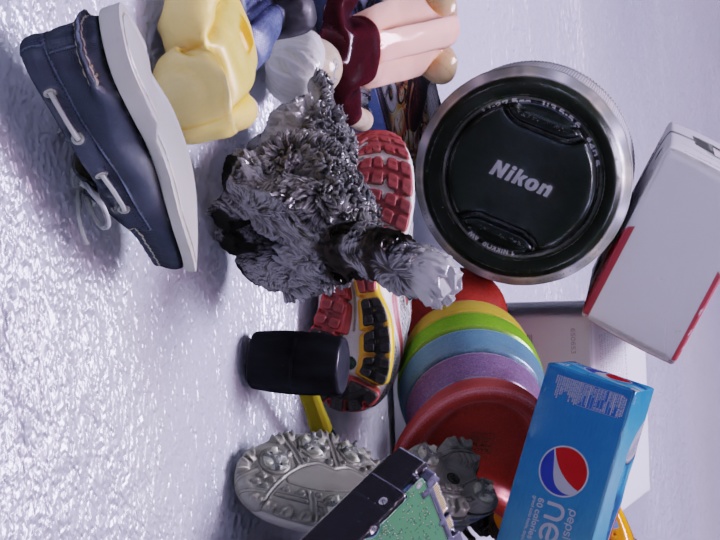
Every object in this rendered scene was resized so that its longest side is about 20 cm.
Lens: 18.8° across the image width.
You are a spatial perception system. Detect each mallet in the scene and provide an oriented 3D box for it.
[{"bbox_3d":[-0.018,0.103,1.465,0.200,0.065,0.041,63,31,-51],"label":"mallet"}]

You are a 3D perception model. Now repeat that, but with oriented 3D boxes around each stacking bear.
[{"bbox_3d":[0.076,0.072,1.572,0.200,0.121,0.114,-97,-165,-57],"label":"stacking bear"}]

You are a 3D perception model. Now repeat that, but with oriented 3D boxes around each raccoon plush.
[{"bbox_3d":[0.002,-0.043,1.365,0.134,0.199,0.097,-49,154,-36],"label":"raccoon plush"}]

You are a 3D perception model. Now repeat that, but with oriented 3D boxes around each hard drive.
[{"bbox_3d":[-0.016,0.221,1.349,0.200,0.038,0.140,-42,137,-21],"label":"hard drive"}]

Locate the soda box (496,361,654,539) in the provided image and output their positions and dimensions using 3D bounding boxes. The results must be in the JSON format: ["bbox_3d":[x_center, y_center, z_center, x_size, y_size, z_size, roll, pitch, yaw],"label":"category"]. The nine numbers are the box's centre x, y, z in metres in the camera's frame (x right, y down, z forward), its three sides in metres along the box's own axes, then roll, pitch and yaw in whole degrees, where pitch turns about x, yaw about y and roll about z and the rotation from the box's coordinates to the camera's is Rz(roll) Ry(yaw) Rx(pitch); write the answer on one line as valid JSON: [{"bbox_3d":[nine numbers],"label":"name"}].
[{"bbox_3d":[0.132,0.164,1.443,0.068,0.064,0.201,4,103,-72],"label":"soda box"}]

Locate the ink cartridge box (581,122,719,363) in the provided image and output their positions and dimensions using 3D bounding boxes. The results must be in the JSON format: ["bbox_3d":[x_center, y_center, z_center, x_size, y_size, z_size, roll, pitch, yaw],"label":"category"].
[{"bbox_3d":[0.241,-0.026,1.686,0.147,0.083,0.200,-63,177,11],"label":"ink cartridge box"}]

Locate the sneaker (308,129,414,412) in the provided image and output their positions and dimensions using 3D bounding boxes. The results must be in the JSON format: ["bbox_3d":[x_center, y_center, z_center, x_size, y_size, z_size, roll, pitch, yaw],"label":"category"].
[{"bbox_3d":[0.000,0.000,1.540,0.082,0.077,0.201,24,73,-76],"label":"sneaker"}]

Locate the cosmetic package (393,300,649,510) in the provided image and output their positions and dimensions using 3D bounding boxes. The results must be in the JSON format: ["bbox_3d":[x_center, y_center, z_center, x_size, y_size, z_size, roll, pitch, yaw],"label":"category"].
[{"bbox_3d":[0.133,0.112,1.753,0.200,0.166,0.167,-9,97,-70],"label":"cosmetic package"}]

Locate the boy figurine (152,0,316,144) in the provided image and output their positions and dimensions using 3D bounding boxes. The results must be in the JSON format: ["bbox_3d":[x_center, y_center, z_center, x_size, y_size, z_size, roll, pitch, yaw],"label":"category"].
[{"bbox_3d":[-0.083,-0.139,1.310,0.200,0.064,0.125,-65,150,-60],"label":"boy figurine"}]

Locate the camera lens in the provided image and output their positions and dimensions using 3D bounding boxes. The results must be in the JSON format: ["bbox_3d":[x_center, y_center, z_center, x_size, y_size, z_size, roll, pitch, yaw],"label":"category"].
[{"bbox_3d":[0.128,-0.078,1.655,0.200,0.159,0.161,-43,129,-79],"label":"camera lens"}]

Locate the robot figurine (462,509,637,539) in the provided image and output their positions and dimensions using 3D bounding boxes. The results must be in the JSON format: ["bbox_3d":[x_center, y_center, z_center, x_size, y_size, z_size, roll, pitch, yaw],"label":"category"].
[{"bbox_3d":[0.135,0.181,1.611,0.201,0.145,0.058,67,18,12],"label":"robot figurine"}]

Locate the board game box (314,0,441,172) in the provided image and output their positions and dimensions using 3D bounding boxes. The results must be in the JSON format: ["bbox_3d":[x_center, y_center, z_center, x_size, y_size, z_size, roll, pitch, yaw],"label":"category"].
[{"bbox_3d":[0.013,-0.163,1.639,0.136,0.034,0.201,-70,151,-48],"label":"board game box"}]

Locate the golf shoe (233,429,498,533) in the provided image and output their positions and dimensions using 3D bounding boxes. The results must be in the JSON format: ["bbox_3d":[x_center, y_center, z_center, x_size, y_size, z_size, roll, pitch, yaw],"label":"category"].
[{"bbox_3d":[-0.006,0.161,1.434,0.199,0.097,0.079,8,46,-34],"label":"golf shoe"}]

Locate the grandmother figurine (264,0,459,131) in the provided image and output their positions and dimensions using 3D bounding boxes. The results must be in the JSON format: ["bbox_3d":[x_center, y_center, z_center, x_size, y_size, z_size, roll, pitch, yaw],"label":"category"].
[{"bbox_3d":[0.000,-0.154,1.504,0.200,0.060,0.122,-27,112,-54],"label":"grandmother figurine"}]

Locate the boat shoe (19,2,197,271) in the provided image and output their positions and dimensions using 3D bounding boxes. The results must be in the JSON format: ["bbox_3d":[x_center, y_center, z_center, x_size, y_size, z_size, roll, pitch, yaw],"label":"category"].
[{"bbox_3d":[-0.129,-0.062,1.159,0.200,0.061,0.075,73,6,-59],"label":"boat shoe"}]
